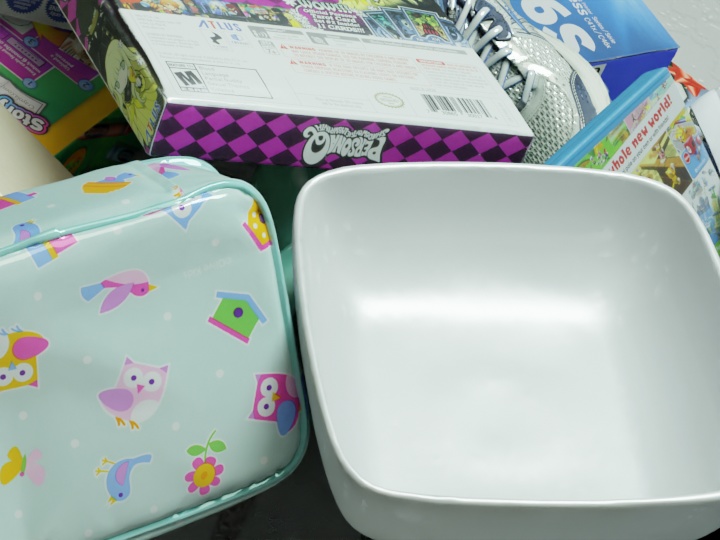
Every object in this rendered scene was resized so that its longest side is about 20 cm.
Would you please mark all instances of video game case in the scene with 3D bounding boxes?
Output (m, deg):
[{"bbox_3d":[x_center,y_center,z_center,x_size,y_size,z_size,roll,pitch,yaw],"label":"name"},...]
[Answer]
[{"bbox_3d":[0.158,0.016,1.405,0.143,0.018,0.201,-40,109,-46],"label":"video game case"},{"bbox_3d":[-0.041,-0.111,1.324,0.199,0.036,0.182,3,36,-32],"label":"video game case"}]

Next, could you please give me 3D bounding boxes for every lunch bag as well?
[{"bbox_3d":[-0.126,0.048,1.196,0.199,0.161,0.077,-18,22,-18],"label":"lunch bag"}]

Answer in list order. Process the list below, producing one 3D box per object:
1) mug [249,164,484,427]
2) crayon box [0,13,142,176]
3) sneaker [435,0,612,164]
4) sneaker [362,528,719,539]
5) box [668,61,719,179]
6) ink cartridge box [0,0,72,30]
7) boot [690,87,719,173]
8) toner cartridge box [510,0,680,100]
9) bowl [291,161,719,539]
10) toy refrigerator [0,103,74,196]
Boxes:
[{"bbox_3d":[0.010,0.001,1.354,0.151,0.115,0.186,21,42,-7],"label":"mug"},{"bbox_3d":[-0.206,-0.115,1.401,0.200,0.058,0.119,37,43,10],"label":"crayon box"},{"bbox_3d":[0.054,-0.115,1.446,0.085,0.077,0.200,16,32,-51],"label":"sneaker"},{"bbox_3d":[0.097,0.112,1.291,0.199,0.080,0.074,4,75,-20],"label":"sneaker"},{"bbox_3d":[0.162,-0.027,1.515,0.137,0.040,0.200,40,44,13],"label":"box"},{"bbox_3d":[-0.095,-0.153,1.427,0.199,0.044,0.094,12,38,-23],"label":"ink cartridge box"},{"bbox_3d":[0.241,-0.046,1.447,0.095,0.074,0.200,-25,39,8],"label":"boot"},{"bbox_3d":[0.082,-0.172,1.555,0.095,0.043,0.200,-12,54,-38],"label":"toner cartridge box"},{"bbox_3d":[0.068,0.046,1.229,0.199,0.075,0.200,0,48,-11],"label":"bowl"},{"bbox_3d":[-0.188,-0.035,1.297,0.200,0.070,0.076,45,21,8],"label":"toy refrigerator"}]
